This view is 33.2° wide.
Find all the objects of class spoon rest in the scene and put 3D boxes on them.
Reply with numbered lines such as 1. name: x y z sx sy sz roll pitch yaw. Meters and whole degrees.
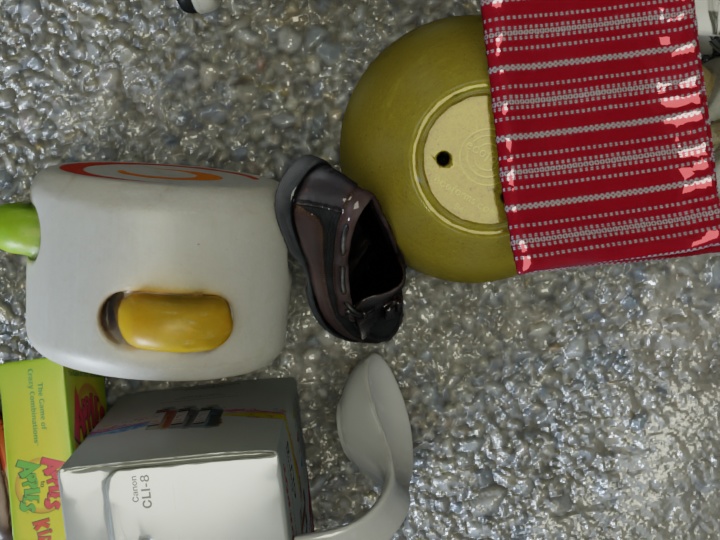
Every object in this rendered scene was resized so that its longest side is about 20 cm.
1. spoon rest: 0.010 0.135 0.847 0.060 0.200 0.100 -13 116 21

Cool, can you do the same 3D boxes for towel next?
1. towel: 0.153 -0.104 0.759 0.144 0.022 0.201 -6 87 -9

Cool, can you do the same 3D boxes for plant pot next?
1. plant pot: 0.083 -0.080 0.839 0.200 0.142 0.201 0 99 1

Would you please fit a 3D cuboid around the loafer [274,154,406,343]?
1. loafer: 0.000 0.000 0.832 0.063 0.200 0.072 20 66 29

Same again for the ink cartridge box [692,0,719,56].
1. ink cartridge box: 0.269 -0.220 0.814 0.200 0.084 0.145 9 92 16

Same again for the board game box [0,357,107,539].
1. board game box: -0.211 0.164 0.861 0.047 0.102 0.201 -7 84 3

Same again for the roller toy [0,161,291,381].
1. roller toy: -0.136 0.002 0.832 0.200 0.182 0.140 10 101 33

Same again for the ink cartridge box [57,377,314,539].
1. ink cartridge box: -0.112 0.173 0.849 0.144 0.200 0.146 -6 99 2

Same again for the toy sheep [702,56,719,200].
1. toy sheep: 0.277 -0.081 0.842 0.200 0.138 0.138 36 97 -10

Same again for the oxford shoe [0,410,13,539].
1. oxford shoe: -0.295 0.117 0.883 0.072 0.071 0.200 -21 71 -16

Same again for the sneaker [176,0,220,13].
1. sneaker: -0.177 -0.264 0.857 0.112 0.073 0.200 -19 89 7
